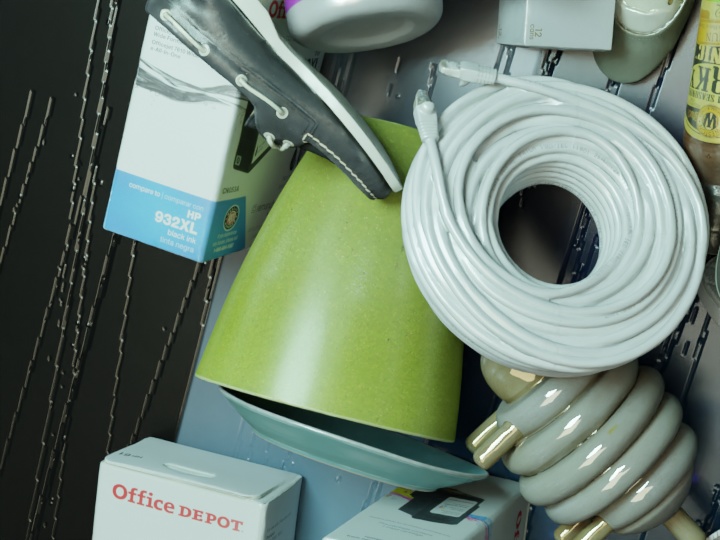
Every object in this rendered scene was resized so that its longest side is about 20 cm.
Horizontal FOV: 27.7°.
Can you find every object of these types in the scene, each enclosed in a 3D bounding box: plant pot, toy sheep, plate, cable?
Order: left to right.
[{"bbox_3d":[-0.008,0.121,1.018,0.199,0.200,0.026,17,89,18],"label":"plate"},{"bbox_3d":[0.000,0.000,1.024,0.186,0.187,0.201,13,86,19],"label":"plant pot"},{"bbox_3d":[0.123,-0.028,0.943,0.199,0.069,0.201,6,71,-8],"label":"cable"},{"bbox_3d":[0.159,0.118,0.994,0.138,0.138,0.200,-42,97,21],"label":"toy sheep"}]

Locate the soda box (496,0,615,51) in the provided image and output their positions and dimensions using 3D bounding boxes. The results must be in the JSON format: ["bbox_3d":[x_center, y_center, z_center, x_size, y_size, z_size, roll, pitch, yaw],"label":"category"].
[{"bbox_3d":[0.136,-0.248,0.970,0.063,0.068,0.201,1,100,-11],"label":"soda box"}]

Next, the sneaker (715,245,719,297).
[{"bbox_3d":[0.271,-0.067,0.885,0.075,0.106,0.201,32,92,26],"label":"sneaker"}]

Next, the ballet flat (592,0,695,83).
[{"bbox_3d":[0.202,-0.218,0.962,0.067,0.064,0.201,29,107,15],"label":"ballet flat"}]

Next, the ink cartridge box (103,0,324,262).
[{"bbox_3d":[-0.096,-0.120,1.046,0.083,0.145,0.201,19,104,17],"label":"ink cartridge box"}]

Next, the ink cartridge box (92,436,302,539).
[{"bbox_3d":[-0.133,0.246,1.146,0.144,0.085,0.201,11,103,19],"label":"ink cartridge box"}]

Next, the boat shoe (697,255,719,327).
[{"bbox_3d":[0.307,0.060,0.961,0.200,0.072,0.062,35,153,25],"label":"boat shoe"}]

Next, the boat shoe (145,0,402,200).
[{"bbox_3d":[-0.053,-0.114,0.933,0.060,0.074,0.200,-41,105,4],"label":"boat shoe"}]

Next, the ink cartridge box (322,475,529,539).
[{"bbox_3d":[0.043,0.233,1.015,0.082,0.200,0.147,10,101,22],"label":"ink cartridge box"}]

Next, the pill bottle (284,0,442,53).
[{"bbox_3d":[-0.009,-0.253,0.963,0.104,0.104,0.201,-11,83,22],"label":"pill bottle"}]

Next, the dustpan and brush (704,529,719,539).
[{"bbox_3d":[0.237,0.238,1.015,0.199,0.057,0.140,-7,95,22],"label":"dustpan and brush"}]

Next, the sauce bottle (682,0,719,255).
[{"bbox_3d":[0.247,-0.110,0.958,0.064,0.065,0.201,9,106,20],"label":"sauce bottle"}]
